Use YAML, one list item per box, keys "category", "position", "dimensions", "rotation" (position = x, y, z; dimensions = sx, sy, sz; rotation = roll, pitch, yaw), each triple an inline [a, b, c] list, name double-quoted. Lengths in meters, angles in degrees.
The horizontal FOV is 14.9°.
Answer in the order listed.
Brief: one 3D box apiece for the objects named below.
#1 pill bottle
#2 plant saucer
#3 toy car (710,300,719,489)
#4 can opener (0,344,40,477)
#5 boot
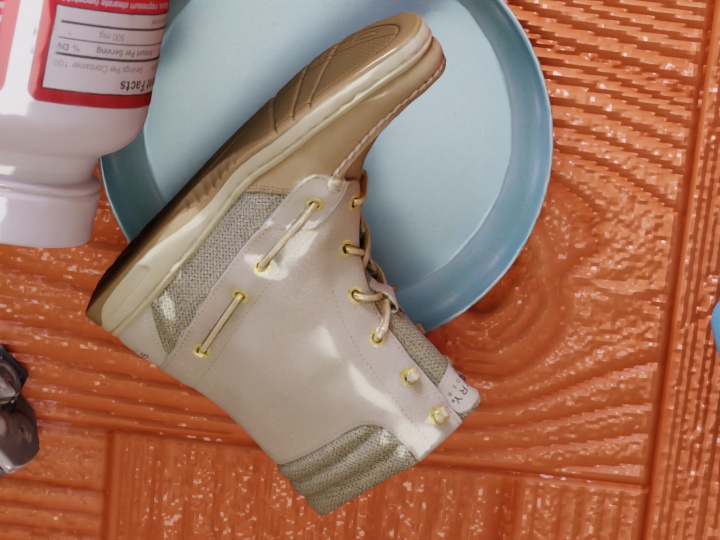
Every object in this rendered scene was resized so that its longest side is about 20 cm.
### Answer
- category: "pill bottle"
  position: [-0.135, -0.116, 1.141]
  dimensions: [0.112, 0.112, 0.200]
  rotation: [12, 101, 0]
- category: "plant saucer"
  position: [-0.015, -0.061, 1.211]
  dimensions: [0.200, 0.027, 0.200]
  rotation: [2, 109, 5]
- category: "toy car"
  position: [0.222, 0.052, 1.105]
  dimensions: [0.177, 0.200, 0.184]
  rotation: [-15, 63, 9]
- category: "can opener"
  position: [-0.220, 0.022, 1.232]
  dimensions: [0.067, 0.053, 0.200]
  rotation: [-34, 111, 23]
- category: "boot"
  position: [0.000, 0.000, 1.180]
  dimensions: [0.155, 0.072, 0.200]
  rotation: [43, 112, -10]
